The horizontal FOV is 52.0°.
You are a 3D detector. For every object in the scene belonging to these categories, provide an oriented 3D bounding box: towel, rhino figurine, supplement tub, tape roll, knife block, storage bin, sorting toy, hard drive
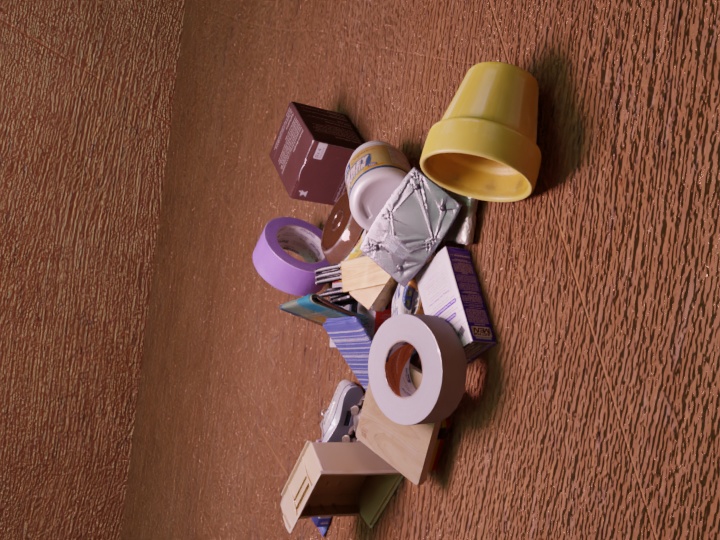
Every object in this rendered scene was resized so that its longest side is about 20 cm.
[{"bbox_3d":[-0.085,0.093,1.637,0.200,0.146,0.022,-17,52,64],"label":"towel"},{"bbox_3d":[0.002,0.353,1.615,0.060,0.087,0.201,25,112,19],"label":"rhino figurine"},{"bbox_3d":[0.042,-0.179,1.547,0.200,0.144,0.145,-100,30,-60],"label":"supplement tub"},{"bbox_3d":[0.101,0.181,1.357,0.200,0.066,0.201,-8,80,51],"label":"tape roll"},{"bbox_3d":[0.169,-0.123,1.470,0.200,0.034,0.133,17,101,60],"label":"towel"},{"bbox_3d":[-0.162,-0.037,1.844,0.085,0.199,0.200,-58,39,35],"label":"tape roll"},{"bbox_3d":[0.007,0.183,1.585,0.145,0.024,0.200,-12,114,57],"label":"towel"},{"bbox_3d":[0.000,0.000,1.590,0.175,0.064,0.200,40,103,28],"label":"knife block"},{"bbox_3d":[-0.044,0.457,1.550,0.199,0.199,0.094,-65,34,28],"label":"storage bin"},{"bbox_3d":[0.096,0.281,1.459,0.200,0.069,0.200,27,107,49],"label":"sorting toy"},{"bbox_3d":[0.100,-0.083,1.432,0.135,0.042,0.200,41,113,16],"label":"hard drive"}]

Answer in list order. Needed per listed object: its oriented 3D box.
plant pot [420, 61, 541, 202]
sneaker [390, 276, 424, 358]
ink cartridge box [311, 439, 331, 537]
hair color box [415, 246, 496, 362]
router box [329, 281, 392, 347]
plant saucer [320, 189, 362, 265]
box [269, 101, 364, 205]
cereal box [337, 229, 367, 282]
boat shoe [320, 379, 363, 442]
[{"bbox_3d":[0.221,-0.243,1.271,0.200,0.200,0.190,-4,67,59],"label":"plant pot"},{"bbox_3d":[0.096,0.096,1.532,0.088,0.075,0.201,-122,48,-69],"label":"sneaker"},{"bbox_3d":[-0.097,0.525,1.783,0.119,0.042,0.201,42,121,54],"label":"ink cartridge box"},{"bbox_3d":[0.176,0.069,1.394,0.109,0.065,0.201,-45,46,45],"label":"hair color box"},{"bbox_3d":[0.002,0.088,1.692,0.200,0.049,0.180,-11,75,58],"label":"router box"},{"bbox_3d":[-0.041,-0.110,1.705,0.200,0.034,0.201,-50,28,38],"label":"plant saucer"},{"bbox_3d":[-0.104,-0.287,1.828,0.166,0.164,0.200,-62,37,30],"label":"box"},{"bbox_3d":[-0.006,-0.088,1.700,0.144,0.039,0.201,-41,33,48],"label":"cereal box"},{"bbox_3d":[-0.059,0.348,1.719,0.086,0.074,0.203,28,104,59],"label":"boat shoe"}]
